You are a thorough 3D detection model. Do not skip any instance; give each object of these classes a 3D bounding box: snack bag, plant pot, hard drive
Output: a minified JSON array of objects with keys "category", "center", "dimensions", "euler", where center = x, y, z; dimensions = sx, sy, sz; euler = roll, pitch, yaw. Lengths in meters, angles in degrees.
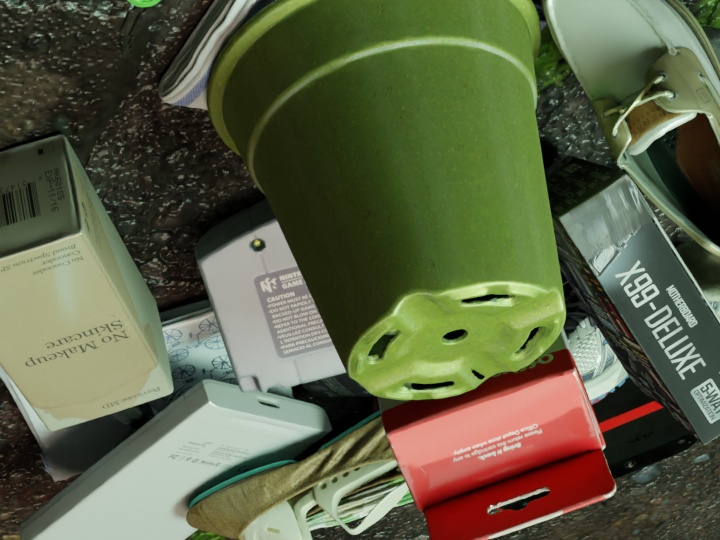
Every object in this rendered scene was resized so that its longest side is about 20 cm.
[{"category":"snack bag","center":[-0.151,0.087,1.301],"dimensions":[0.200,0.021,0.189],"euler":[-14,147,-3]},{"category":"plant pot","center":[0.030,-0.036,1.003],"dimensions":[0.200,0.190,0.200],"euler":[-12,151,-7]},{"category":"hard drive","center":[-0.134,0.150,1.306],"dimensions":[0.200,0.027,0.132],"euler":[-39,147,25]}]

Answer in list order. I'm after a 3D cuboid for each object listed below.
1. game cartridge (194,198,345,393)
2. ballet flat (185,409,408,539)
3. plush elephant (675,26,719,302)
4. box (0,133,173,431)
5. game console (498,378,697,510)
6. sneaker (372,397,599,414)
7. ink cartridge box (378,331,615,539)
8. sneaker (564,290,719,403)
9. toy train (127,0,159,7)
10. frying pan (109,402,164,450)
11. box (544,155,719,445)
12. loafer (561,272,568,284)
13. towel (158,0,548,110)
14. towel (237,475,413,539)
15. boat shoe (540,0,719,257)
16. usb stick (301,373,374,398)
[{"category":"game cartridge","center":[0.000,0.000,1.177],"dimensions":[0.200,0.041,0.133],"euler":[-14,125,1]},{"category":"ballet flat","center":[-0.028,0.162,1.297],"dimensions":[0.200,0.072,0.068],"euler":[-24,155,2]},{"category":"plush elephant","center":[0.259,-0.063,1.144],"dimensions":[0.165,0.200,0.155],"euler":[-25,-179,-26]},{"category":"box","center":[-0.190,0.013,1.122],"dimensions":[0.095,0.078,0.200],"euler":[-18,147,2]},{"category":"game console","center":[0.181,0.130,1.506],"dimensions":[0.200,0.031,0.177],"euler":[-24,140,10]},{"category":"sneaker","center":[0.108,0.095,1.371],"dimensions":[0.200,0.081,0.075],"euler":[-11,149,-9]},{"category":"ink cartridge box","center":[0.071,0.066,1.079],"dimensions":[0.116,0.200,0.067],"euler":[-20,124,5]},{"category":"sneaker","center":[0.173,0.035,1.303],"dimensions":[0.200,0.077,0.085],"euler":[-20,111,-26]},{"category":"toy train","center":[-0.044,-0.192,0.920],"dimensions":[0.200,0.042,0.056],"euler":[-20,136,6]},{"category":"frying pan","center":[-0.157,0.122,1.298],"dimensions":[0.115,0.031,0.190],"euler":[-38,143,26]},{"category":"box","center":[0.165,0.011,1.103],"dimensions":[0.050,0.158,0.200],"euler":[-33,-173,1]},{"category":"loafer","center":[0.083,0.025,1.264],"dimensions":[0.073,0.071,0.200],"euler":[8,140,-32]},{"category":"towel","center":[-0.003,-0.126,1.048],"dimensions":[0.200,0.024,0.147],"euler":[10,140,-34]},{"category":"towel","center":[0.005,0.170,1.389],"dimensions":[0.200,0.023,0.153],"euler":[-22,-178,6]},{"category":"boat shoe","center":[0.172,-0.093,1.023],"dimensions":[0.075,0.200,0.068],"euler":[-38,-175,30]},{"category":"usb stick","center":[0.037,0.067,1.266],"dimensions":[0.200,0.033,0.055],"euler":[-6,145,39]}]
